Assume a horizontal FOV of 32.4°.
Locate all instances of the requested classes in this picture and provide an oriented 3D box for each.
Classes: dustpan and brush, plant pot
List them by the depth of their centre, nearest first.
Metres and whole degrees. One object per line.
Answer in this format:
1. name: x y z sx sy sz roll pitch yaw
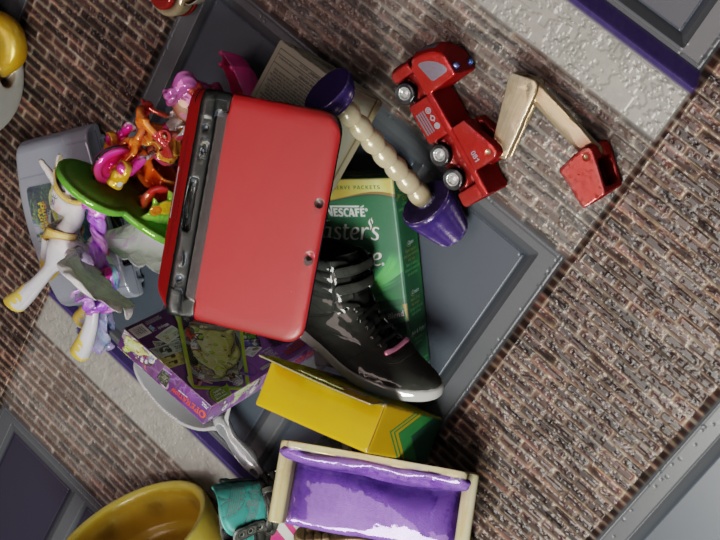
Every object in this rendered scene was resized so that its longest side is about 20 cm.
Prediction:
1. dustpan and brush: -0.166 0.144 1.370 0.200 0.057 0.139 47 124 -2
2. plant pot: -0.226 0.376 1.412 0.200 0.201 0.190 -11 115 33

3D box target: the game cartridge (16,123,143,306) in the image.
1. game cartridge: -0.327 -0.059 1.424 0.132 0.041 0.202 -8 101 37

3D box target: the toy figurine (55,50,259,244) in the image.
1. toy figurine: -0.176 -0.138 1.233 0.184 0.199 0.150 -52 53 19

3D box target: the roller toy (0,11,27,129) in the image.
1. roller toy: -0.482 -0.228 1.404 0.182 0.140 0.201 32 117 7

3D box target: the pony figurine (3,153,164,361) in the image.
1. pony figurine: -0.288 -0.004 1.325 0.193 0.166 0.201 35 126 14

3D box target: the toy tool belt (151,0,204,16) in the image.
1. toy tool belt: -0.240 -0.344 1.227 0.124 0.123 0.201 -15 97 34

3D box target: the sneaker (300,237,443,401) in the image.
1. sneaker: 0.003 0.041 1.174 0.199 0.071 0.100 33 125 24

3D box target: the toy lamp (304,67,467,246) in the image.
1. toy lamp: 0.029 -0.095 1.127 0.058 0.058 0.200 -22 129 34

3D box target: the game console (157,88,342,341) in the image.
1. game console: -0.105 -0.054 1.116 0.118 0.172 0.202 10 96 -15

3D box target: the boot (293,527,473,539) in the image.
1. boot: 0.029 0.334 1.317 0.198 0.073 0.167 -2 125 13

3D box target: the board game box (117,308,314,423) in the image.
1. board game box: -0.135 0.072 1.246 0.120 0.200 0.032 35 121 18

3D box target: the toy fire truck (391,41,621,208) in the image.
1. toy fire truck: 0.129 -0.130 1.111 0.141 0.049 0.201 -31 87 34

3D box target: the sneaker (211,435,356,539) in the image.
1. sneaker: -0.094 0.237 1.315 0.201 0.120 0.084 -59 38 31

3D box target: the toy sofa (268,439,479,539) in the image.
1. toy sofa: 0.013 0.223 1.213 0.198 0.098 0.084 9 83 9

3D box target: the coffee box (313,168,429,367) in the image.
1. coffee box: 0.000 0.000 1.234 0.122 0.044 0.202 4 107 31

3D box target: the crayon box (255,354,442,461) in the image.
1. crayon box: -0.014 0.134 1.190 0.126 0.200 0.051 21 87 25

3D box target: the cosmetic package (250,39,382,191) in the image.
1. cosmetic package: -0.076 -0.103 1.179 0.104 0.073 0.201 44 109 46
